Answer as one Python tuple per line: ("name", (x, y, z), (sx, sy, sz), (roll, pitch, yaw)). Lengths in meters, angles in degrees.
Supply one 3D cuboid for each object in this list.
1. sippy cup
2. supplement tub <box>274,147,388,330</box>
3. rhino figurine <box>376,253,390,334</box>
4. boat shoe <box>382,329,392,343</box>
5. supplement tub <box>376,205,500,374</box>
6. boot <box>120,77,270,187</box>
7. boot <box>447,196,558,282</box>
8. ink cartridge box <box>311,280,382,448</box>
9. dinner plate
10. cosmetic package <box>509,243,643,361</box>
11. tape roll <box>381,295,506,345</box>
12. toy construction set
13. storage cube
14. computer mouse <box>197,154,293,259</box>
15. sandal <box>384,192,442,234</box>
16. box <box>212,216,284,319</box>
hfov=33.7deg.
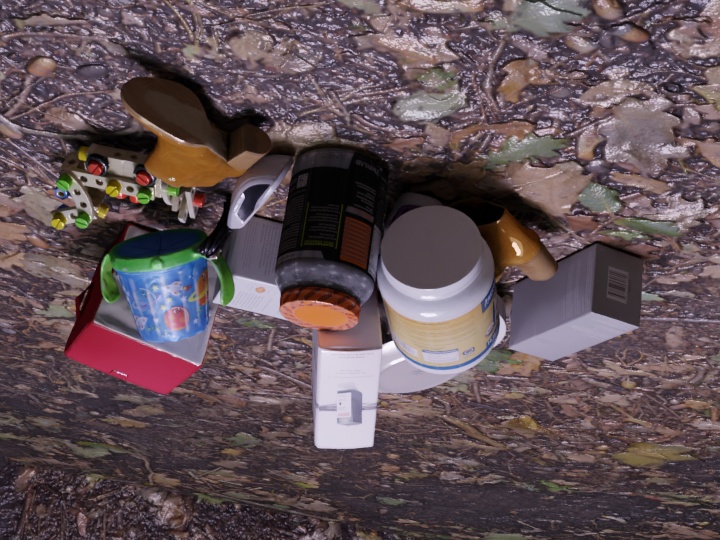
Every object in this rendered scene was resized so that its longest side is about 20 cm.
("sippy cup", (-0.263, 0.024, 1.618), (0.139, 0.131, 0.178), (-17, -160, -27))
("supplement tub", (-0.036, -0.036, 1.441), (0.122, 0.200, 0.123), (8, 157, 3))
("rhino figurine", (0.000, 0.000, 1.596), (0.087, 0.060, 0.200), (-5, 118, 44))
("boat shoe", (0.016, 0.111, 1.737), (0.086, 0.075, 0.202), (-19, 155, 10))
("supplement tub", (0.099, 0.026, 1.492), (0.144, 0.145, 0.200), (3, 148, 12))
("boot", (-0.219, -0.148, 1.386), (0.201, 0.071, 0.144), (19, 152, -36))
("boot", (0.151, -0.039, 1.565), (0.201, 0.071, 0.144), (-4, 142, 48))
("ink cartridge box", (-0.021, 0.116, 1.550), (0.085, 0.146, 0.200), (1, 135, -5))
("dinner plate", (0.081, 0.140, 1.715), (0.200, 0.024, 0.200), (-11, 152, -6))
("cosmetic package", (0.294, 0.048, 1.649), (0.090, 0.107, 0.200), (16, 157, -20))
("tape roll", (0.117, 0.074, 1.772), (0.202, 0.037, 0.203), (2, 149, 1))
("toy construction set", (-0.299, -0.103, 1.515), (0.200, 0.092, 0.131), (2, 133, -5))
("storage cube", (-0.319, 0.062, 1.781), (0.200, 0.171, 0.180), (25, 152, -17))
("computer mouse", (-0.147, -0.094, 1.508), (0.044, 0.110, 0.200), (37, 138, -9))
("sandal", (0.066, -0.044, 1.572), (0.082, 0.050, 0.203), (14, 159, 9))
("box", (-0.095, 0.007, 1.694), (0.200, 0.098, 0.124), (15, 157, -13))
